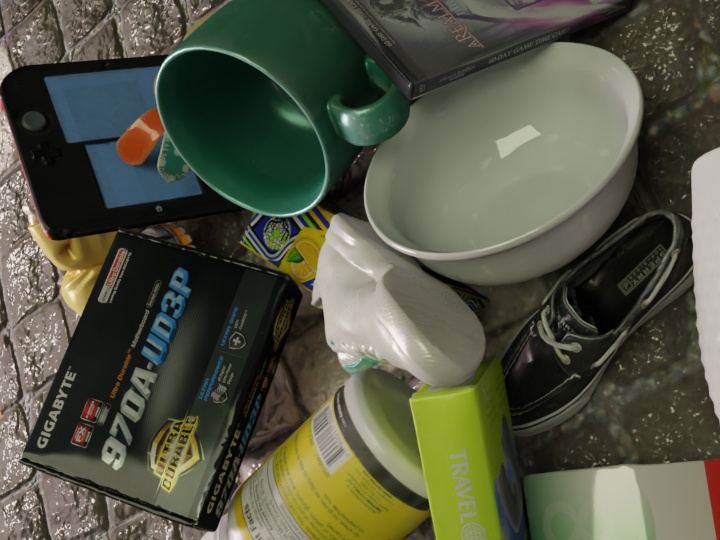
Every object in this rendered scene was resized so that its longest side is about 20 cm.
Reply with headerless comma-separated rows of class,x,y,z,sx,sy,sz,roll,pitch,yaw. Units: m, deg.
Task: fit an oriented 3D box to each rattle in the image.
rattle,-0.123,-0.181,0.819,0.199,0.143,0.131,-32,81,-19

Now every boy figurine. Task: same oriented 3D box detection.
boy figurine,-0.260,-0.048,0.945,0.064,0.124,0.202,13,116,43

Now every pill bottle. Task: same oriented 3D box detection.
pill bottle,-0.028,0.178,0.743,0.200,0.114,0.115,-45,60,19

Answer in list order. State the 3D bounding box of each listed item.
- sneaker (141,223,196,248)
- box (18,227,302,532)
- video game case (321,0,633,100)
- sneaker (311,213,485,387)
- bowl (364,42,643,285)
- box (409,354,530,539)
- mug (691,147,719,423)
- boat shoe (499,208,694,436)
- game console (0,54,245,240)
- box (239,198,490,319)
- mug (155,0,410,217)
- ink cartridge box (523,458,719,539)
sneaker,-0.167,0.034,0.859,0.079,0.077,0.201,91,156,-45
box,-0.152,0.081,0.768,0.158,0.046,0.202,15,74,18
video game case,0.080,-0.206,0.721,0.199,0.019,0.143,-25,59,-21
sneaker,0.015,0.039,0.661,0.089,0.075,0.200,-62,27,14
bowl,0.109,-0.059,0.689,0.200,0.091,0.202,-20,42,19
box,0.080,0.165,0.644,0.047,0.122,0.202,-10,92,15
mug,0.274,0.028,0.505,0.198,0.148,0.177,0,84,1
boat shoe,0.151,0.037,0.677,0.200,0.068,0.072,-46,60,19
game console,-0.205,-0.116,0.878,0.178,0.198,0.031,63,148,26
box,0.000,0.000,0.783,0.199,0.070,0.065,32,99,34
mug,-0.048,-0.127,0.751,0.184,0.115,0.153,29,143,9
ink cartridge box,0.209,0.202,0.623,0.199,0.050,0.163,-14,74,33
